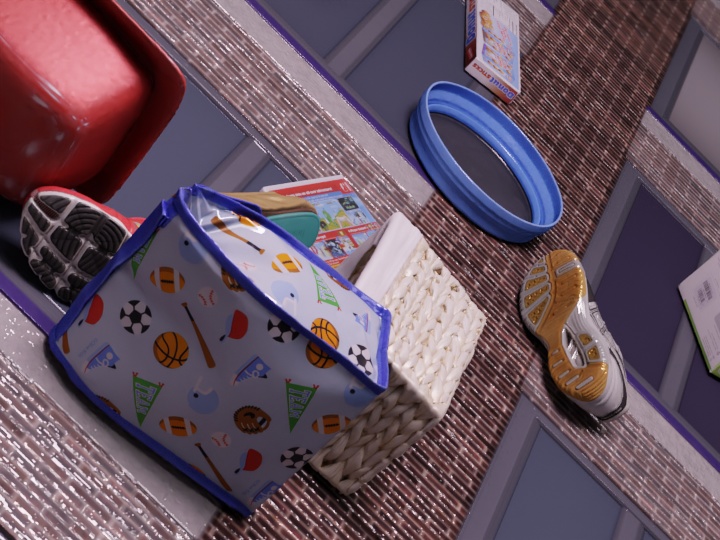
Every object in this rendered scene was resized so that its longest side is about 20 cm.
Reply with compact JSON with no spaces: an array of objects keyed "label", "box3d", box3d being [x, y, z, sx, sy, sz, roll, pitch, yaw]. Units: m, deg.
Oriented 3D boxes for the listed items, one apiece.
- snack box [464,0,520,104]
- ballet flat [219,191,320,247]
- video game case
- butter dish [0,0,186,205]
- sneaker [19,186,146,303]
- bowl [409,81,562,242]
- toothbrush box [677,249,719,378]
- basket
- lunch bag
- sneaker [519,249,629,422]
[{"label":"snack box","box3d":[0.160,-0.277,2.388,0.072,0.024,0.201,37,29,-20]},{"label":"ballet flat","box3d":[-0.112,-0.037,1.671,0.063,0.069,0.199,28,15,29]},{"label":"video game case","box3d":[0.000,0.000,1.807,0.201,0.017,0.143,54,29,13]},{"label":"butter dish","box3d":[-0.261,-0.131,1.474,0.200,0.199,0.148,45,51,0]},{"label":"sneaker","box3d":[-0.187,-0.012,1.522,0.199,0.077,0.085,33,19,-38]},{"label":"bowl","box3d":[0.132,-0.114,2.120,0.200,0.039,0.202,34,30,-23]},{"label":"toothbrush box","box3d":[0.479,0.081,2.300,0.199,0.086,0.146,27,33,-32]},{"label":"basket","box3d":[0.009,0.068,1.607,0.123,0.135,0.200,45,28,-8]},{"label":"lunch bag","box3d":[-0.102,0.048,1.435,0.199,0.170,0.124,35,26,-19]},{"label":"sneaker","box3d":[0.217,0.070,1.982,0.088,0.075,0.201,45,25,-41]}]
